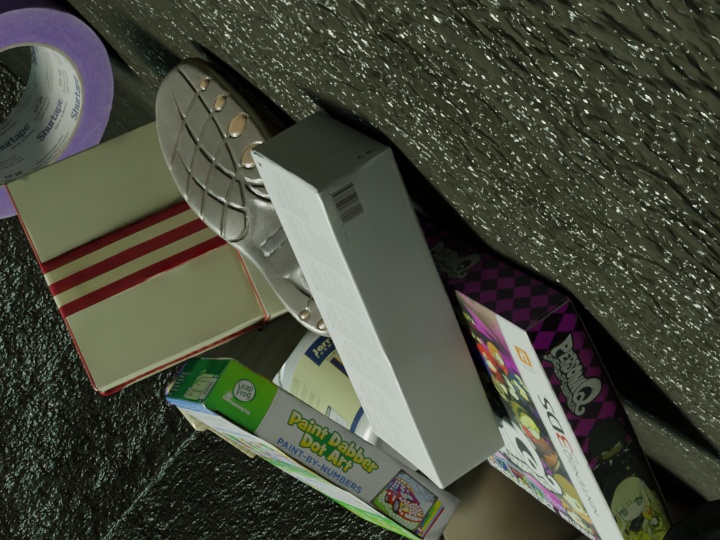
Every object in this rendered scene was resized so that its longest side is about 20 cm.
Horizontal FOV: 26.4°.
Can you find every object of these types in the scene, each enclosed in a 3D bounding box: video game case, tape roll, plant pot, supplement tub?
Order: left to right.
[{"bbox_3d":[-0.317,-0.150,1.315,0.085,0.200,0.200,36,174,34],"label":"tape roll"},{"bbox_3d":[-0.002,0.143,1.833,0.200,0.145,0.145,36,174,39],"label":"supplement tub"},{"bbox_3d":[0.084,0.062,0.878,0.200,0.036,0.181,33,154,57],"label":"video game case"},{"bbox_3d":[0.142,0.197,1.139,0.174,0.200,0.200,56,-175,34],"label":"plant pot"}]

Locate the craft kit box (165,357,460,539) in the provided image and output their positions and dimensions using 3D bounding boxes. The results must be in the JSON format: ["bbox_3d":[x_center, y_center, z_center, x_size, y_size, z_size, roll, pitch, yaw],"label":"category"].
[{"bbox_3d":[-0.043,0.133,1.162,0.197,0.049,0.200,36,169,-11],"label":"craft kit box"}]

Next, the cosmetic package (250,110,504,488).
[{"bbox_3d":[0.012,0.016,0.835,0.083,0.051,0.200,31,149,54],"label":"cosmetic package"}]

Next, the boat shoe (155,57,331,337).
[{"bbox_3d":[-0.054,-0.048,0.971,0.200,0.076,0.072,55,-153,-3],"label":"boat shoe"}]

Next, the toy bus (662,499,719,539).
[{"bbox_3d":[0.205,0.213,0.688,0.192,0.200,0.136,30,172,24],"label":"toy bus"}]

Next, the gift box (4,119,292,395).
[{"bbox_3d":[-0.139,-0.032,1.112,0.185,0.187,0.200,172,75,-82],"label":"gift box"}]

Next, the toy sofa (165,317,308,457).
[{"bbox_3d":[-0.083,0.048,1.299,0.098,0.200,0.083,35,177,-19],"label":"toy sofa"}]
